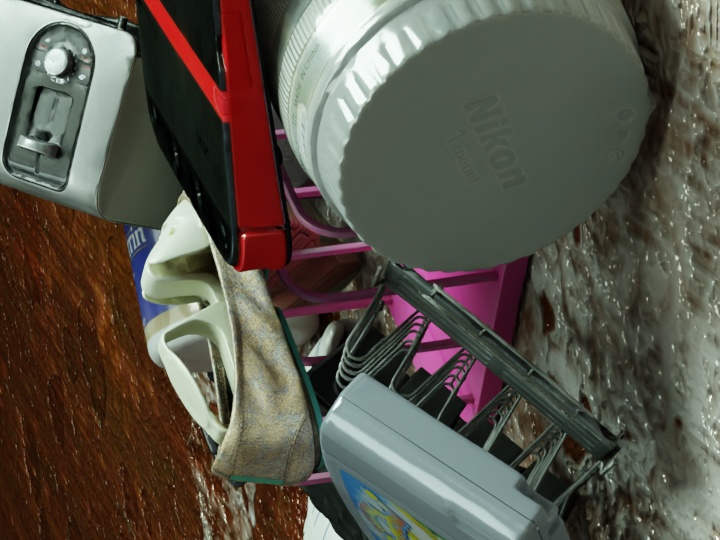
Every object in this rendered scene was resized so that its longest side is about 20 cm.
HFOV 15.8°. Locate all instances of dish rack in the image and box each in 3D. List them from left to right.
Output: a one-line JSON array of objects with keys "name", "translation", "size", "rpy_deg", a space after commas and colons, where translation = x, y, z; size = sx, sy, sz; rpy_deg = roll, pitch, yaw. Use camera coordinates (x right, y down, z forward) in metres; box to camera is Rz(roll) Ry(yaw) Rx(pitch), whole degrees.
[{"name": "dish rack", "translation": [0.049, 0.067, 1.224], "size": [0.153, 0.055, 0.200], "rpy_deg": [38, 167, 5]}]

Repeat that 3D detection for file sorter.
[{"name": "file sorter", "translation": [0.000, 0.000, 1.382], "size": [0.201, 0.125, 0.139], "rpy_deg": [98, 157, -44]}]

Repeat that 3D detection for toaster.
[{"name": "toaster", "translation": [-0.180, -0.105, 1.601], "size": [0.200, 0.180, 0.119], "rpy_deg": [9, -81, -66]}]

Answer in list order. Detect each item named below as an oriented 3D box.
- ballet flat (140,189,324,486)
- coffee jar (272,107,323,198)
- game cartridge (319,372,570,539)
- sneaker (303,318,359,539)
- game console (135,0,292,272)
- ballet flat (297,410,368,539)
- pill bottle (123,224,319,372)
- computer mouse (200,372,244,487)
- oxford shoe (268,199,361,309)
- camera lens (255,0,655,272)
[{"name": "ballet flat", "translation": [-0.071, 0.017, 1.289], "size": [0.068, 0.067, 0.201], "rpy_deg": [104, 153, -54]}, {"name": "coffee jar", "translation": [-0.043, -0.138, 1.526], "size": [0.105, 0.085, 0.200], "rpy_deg": [106, 152, -42]}, {"name": "game cartridge", "translation": [0.047, 0.126, 1.233], "size": [0.133, 0.040, 0.200], "rpy_deg": [36, 164, 29]}, {"name": "sneaker", "translation": [-0.001, 0.113, 1.538], "size": [0.087, 0.074, 0.200], "rpy_deg": [106, 151, -41]}, {"name": "game console", "translation": [-0.074, -0.108, 1.216], "size": [0.200, 0.031, 0.178], "rpy_deg": [-125, 28, -60]}, {"name": "ballet flat", "translation": [0.015, 0.137, 1.455], "size": [0.200, 0.057, 0.066], "rpy_deg": [51, 136, 8]}, {"name": "pill bottle", "translation": [-0.101, -0.043, 1.712], "size": [0.116, 0.115, 0.201], "rpy_deg": [126, 134, -67]}, {"name": "computer mouse", "translation": [-0.096, 0.056, 1.872], "size": [0.201, 0.046, 0.140], "rpy_deg": [65, 155, 14]}, {"name": "oxford shoe", "translation": [-0.063, -0.021, 1.524], "size": [0.074, 0.071, 0.200], "rpy_deg": [54, -174, 15]}, {"name": "camera lens", "translation": [0.027, -0.117, 1.174], "size": [0.200, 0.159, 0.160], "rpy_deg": [-115, 23, -44]}]
